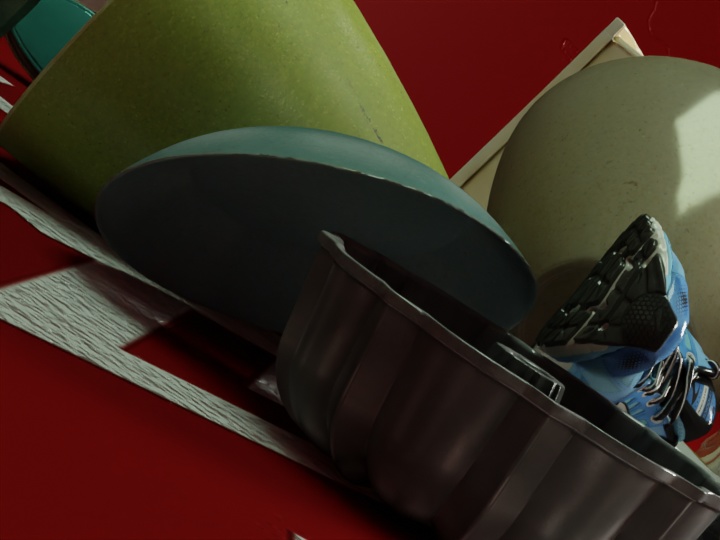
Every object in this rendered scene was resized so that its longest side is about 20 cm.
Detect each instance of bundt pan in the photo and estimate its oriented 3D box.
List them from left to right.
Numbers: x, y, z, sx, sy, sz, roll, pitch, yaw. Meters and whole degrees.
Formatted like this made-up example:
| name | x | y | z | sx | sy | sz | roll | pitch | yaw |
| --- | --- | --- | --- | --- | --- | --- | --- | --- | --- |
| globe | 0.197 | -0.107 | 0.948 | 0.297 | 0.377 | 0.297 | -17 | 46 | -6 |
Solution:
| name | x | y | z | sx | sy | sz | roll | pitch | yaw |
| --- | --- | --- | --- | --- | --- | --- | --- | --- | --- |
| bundt pan | 0.049 | 0.068 | 1.014 | 0.201 | 0.076 | 0.202 | 33 | 5 | -3 |

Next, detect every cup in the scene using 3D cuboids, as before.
| name | x | y | z | sx | sy | sz | roll | pitch | yaw |
| --- | --- | --- | --- | --- | --- | --- | --- | --- | --- |
| cup | 0.147 | 0.006 | 1.330 | 0.200 | 0.201 | 0.143 | 33 | 34 | 2 |

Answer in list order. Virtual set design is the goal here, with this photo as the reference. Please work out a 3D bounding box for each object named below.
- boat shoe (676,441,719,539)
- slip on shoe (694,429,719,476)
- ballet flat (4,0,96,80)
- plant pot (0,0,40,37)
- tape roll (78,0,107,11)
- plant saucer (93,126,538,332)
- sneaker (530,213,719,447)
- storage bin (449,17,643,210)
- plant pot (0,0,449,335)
| name | x | y | z | sx | sy | sz | roll | pitch | yaw |
| --- | --- | --- | --- | --- | --- | --- | --- | --- | --- |
| boat shoe | 0.175 | 0.141 | 1.238 | 0.199 | 0.071 | 0.069 | 35 | 18 | -1 |
| slip on shoe | 0.233 | 0.115 | 1.484 | 0.074 | 0.061 | 0.200 | 37 | -30 | 5 |
| ballet flat | -0.163 | -0.119 | 1.714 | 0.199 | 0.071 | 0.071 | 33 | 4 | 14 |
| plant pot | -0.241 | -0.197 | 1.232 | 0.188 | 0.200 | 0.200 | 48 | 6 | 5 |
| tape roll | -0.204 | -0.258 | 1.985 | 0.037 | 0.204 | 0.203 | 29 | 6 | -33 |
| plant saucer | -0.017 | -0.021 | 1.109 | 0.199 | 0.039 | 0.201 | 11 | -22 | 4 |
| sneaker | 0.135 | 0.035 | 1.154 | 0.090 | 0.078 | 0.200 | 40 | -3 | 5 |
| storage bin | 0.148 | -0.010 | 1.551 | 0.094 | 0.200 | 0.199 | 43 | -4 | 40 |
| plant pot | -0.045 | -0.057 | 1.237 | 0.200 | 0.187 | 0.187 | 46 | 4 | -2 |
